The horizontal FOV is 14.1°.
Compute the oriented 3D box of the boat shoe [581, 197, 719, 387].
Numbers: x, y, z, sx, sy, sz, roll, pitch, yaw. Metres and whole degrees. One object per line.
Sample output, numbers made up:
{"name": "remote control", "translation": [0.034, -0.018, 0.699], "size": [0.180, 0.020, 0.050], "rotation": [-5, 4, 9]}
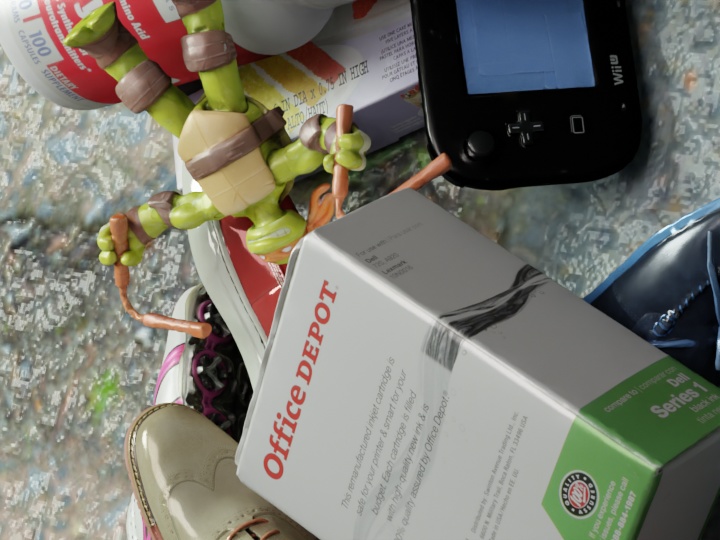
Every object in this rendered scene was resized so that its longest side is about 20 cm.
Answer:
{"name": "boat shoe", "translation": [0.148, 0.028, 1.318], "size": [0.200, 0.084, 0.069], "rotation": [-45, 60, 43]}

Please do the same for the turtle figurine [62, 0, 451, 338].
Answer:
{"name": "turtle figurine", "translation": [-0.059, -0.067, 1.387], "size": [0.199, 0.064, 0.162], "rotation": [-23, 102, 33]}

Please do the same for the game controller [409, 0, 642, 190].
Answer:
{"name": "game controller", "translation": [0.075, -0.133, 1.406], "size": [0.104, 0.042, 0.201], "rotation": [-7, 69, 2]}

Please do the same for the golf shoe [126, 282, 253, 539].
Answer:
{"name": "golf shoe", "translation": [-0.090, 0.105, 1.491], "size": [0.092, 0.072, 0.202], "rotation": [-12, 71, 39]}

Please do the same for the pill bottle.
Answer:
{"name": "pill bottle", "translation": [-0.083, -0.154, 1.461], "size": [0.199, 0.112, 0.113], "rotation": [-14, 70, 38]}

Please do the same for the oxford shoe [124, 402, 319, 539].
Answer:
{"name": "oxford shoe", "translation": [-0.041, 0.141, 1.398], "size": [0.200, 0.071, 0.074], "rotation": [52, 156, 8]}

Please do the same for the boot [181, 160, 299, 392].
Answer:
{"name": "boot", "translation": [0.000, 0.000, 1.430], "size": [0.144, 0.072, 0.201], "rotation": [-27, 80, 31]}

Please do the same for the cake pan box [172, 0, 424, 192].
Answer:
{"name": "cake pan box", "translation": [-0.024, -0.148, 1.517], "size": [0.199, 0.052, 0.185], "rotation": [-21, 64, 35]}

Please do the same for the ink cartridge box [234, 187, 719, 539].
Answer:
{"name": "ink cartridge box", "translation": [0.054, 0.077, 1.304], "size": [0.200, 0.084, 0.147], "rotation": [35, 127, 24]}
